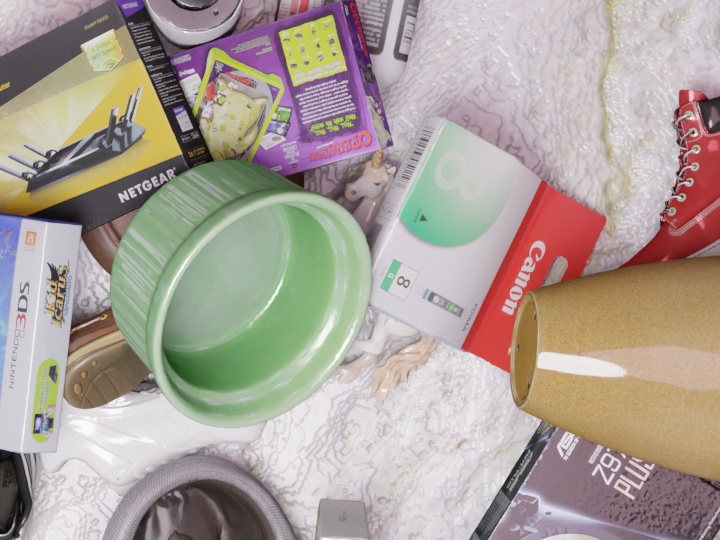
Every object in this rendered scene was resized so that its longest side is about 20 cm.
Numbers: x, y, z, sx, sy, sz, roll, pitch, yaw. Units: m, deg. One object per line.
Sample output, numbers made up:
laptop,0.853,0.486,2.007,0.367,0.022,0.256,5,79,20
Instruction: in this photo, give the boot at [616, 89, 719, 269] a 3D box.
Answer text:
boot,0.266,-0.067,1.746,0.199,0.072,0.145,-30,93,-9

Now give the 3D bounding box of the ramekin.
ramekin,-0.098,0.012,1.617,0.199,0.098,0.202,-20,127,-29

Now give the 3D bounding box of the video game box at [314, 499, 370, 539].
video game box,-0.021,0.289,1.679,0.046,0.200,0.184,7,92,-2

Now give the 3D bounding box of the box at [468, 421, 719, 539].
box,0.193,0.223,1.743,0.163,0.086,0.201,33,90,-3

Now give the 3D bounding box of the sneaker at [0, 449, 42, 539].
sneaker,-0.306,0.230,1.703,0.075,0.115,0.203,7,92,-3

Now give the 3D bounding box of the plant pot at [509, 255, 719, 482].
plant pot,0.224,0.070,1.641,0.198,0.186,0.188,6,92,-8

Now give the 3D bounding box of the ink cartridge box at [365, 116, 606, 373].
ink cartridge box,0.103,-0.012,1.713,0.199,0.050,0.162,27,88,-22

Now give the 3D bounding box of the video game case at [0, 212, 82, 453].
video game case,-0.319,0.041,1.676,0.199,0.045,0.183,8,91,35

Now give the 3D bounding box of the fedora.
fedora,-0.139,0.254,1.714,0.176,0.090,0.202,-16,92,-23

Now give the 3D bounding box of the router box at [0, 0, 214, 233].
router box,-0.235,-0.111,1.687,0.199,0.052,0.158,-24,93,23

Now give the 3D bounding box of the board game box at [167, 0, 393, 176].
board game box,-0.076,-0.132,1.661,0.199,0.032,0.121,-13,90,31

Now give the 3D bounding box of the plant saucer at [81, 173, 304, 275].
plant saucer,-0.145,-0.071,1.741,0.198,0.034,0.202,0,93,-3

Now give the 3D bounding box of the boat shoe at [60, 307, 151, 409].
boat shoe,-0.166,0.043,1.704,0.199,0.068,0.072,-23,136,-23

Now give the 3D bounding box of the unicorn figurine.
unicorn figurine,0.000,0.000,1.739,0.137,0.074,0.201,-33,108,-11

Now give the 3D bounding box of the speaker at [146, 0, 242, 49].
speaker,-0.132,-0.220,1.650,0.080,0.200,0.082,0,92,-4

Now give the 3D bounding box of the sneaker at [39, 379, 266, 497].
sneaker,-0.176,0.139,1.735,0.198,0.078,0.100,3,100,5

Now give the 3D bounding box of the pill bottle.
pill bottle,-0.010,-0.216,1.698,0.115,0.116,0.202,12,94,-3
